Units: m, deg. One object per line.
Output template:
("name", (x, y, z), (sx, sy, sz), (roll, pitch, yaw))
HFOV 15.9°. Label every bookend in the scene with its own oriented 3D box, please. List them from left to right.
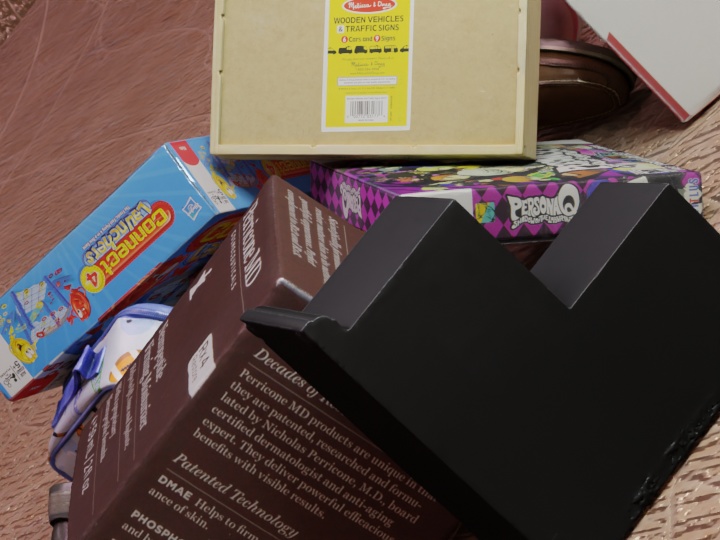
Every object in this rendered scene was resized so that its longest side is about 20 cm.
("bookend", (0.084, 0.017, 1.280), (0.199, 0.200, 0.092), (-52, 18, -12))

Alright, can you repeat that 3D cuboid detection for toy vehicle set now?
("toy vehicle set", (0.008, -0.128, 1.525), (0.200, 0.125, 0.027), (1, -4, 21))

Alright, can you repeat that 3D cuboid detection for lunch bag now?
("lunch bag", (-0.109, 0.090, 1.589), (0.200, 0.160, 0.076), (133, 156, -59))

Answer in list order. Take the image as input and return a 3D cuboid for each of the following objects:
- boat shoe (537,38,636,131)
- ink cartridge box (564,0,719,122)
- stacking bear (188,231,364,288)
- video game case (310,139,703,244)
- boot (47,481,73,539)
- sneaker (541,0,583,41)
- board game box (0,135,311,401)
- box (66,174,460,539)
("boat shoe", (0.086, -0.105, 1.699), (0.200, 0.072, 0.068), (-3, 55, 31))
("ink cartridge box", (0.173, -0.197, 1.626), (0.084, 0.144, 0.200), (-42, 18, 14))
("stacking bear", (0.000, 0.000, 1.672), (0.200, 0.121, 0.114), (-45, -30, -31))
("video game case", (0.081, -0.047, 1.515), (0.181, 0.036, 0.200), (-5, 10, -14))
("boot", (-0.139, 0.227, 1.512), (0.069, 0.200, 0.174), (-8, 68, 25))
("sneaker", (0.077, -0.116, 1.788), (0.200, 0.075, 0.105), (-44, 12, 36))
("board game box", (-0.128, -0.009, 1.654), (0.196, 0.056, 0.200), (-41, -10, 24))
("box", (-0.038, 0.091, 1.416), (0.200, 0.164, 0.166), (-53, 15, 15))
